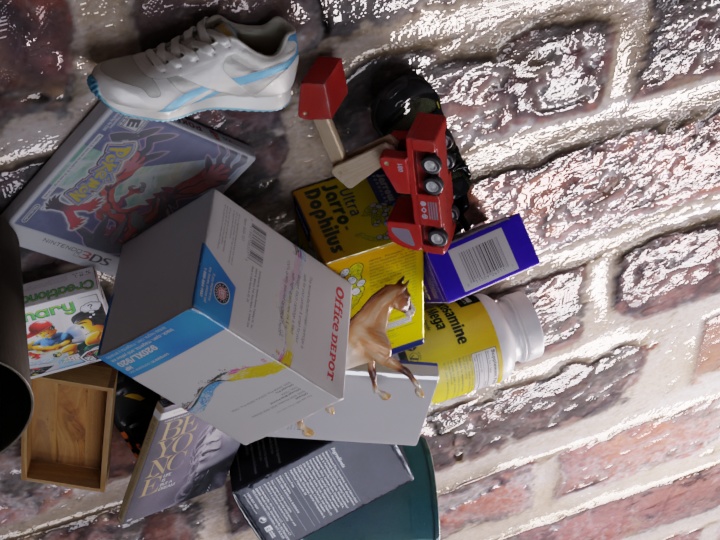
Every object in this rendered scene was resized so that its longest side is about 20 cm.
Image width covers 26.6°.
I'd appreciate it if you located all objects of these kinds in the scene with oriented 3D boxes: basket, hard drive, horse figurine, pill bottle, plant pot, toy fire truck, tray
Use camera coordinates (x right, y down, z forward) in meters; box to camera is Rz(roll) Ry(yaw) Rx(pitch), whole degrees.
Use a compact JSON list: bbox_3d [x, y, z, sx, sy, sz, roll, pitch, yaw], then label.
[{"bbox_3d":[-0.372,0.052,1.398,0.136,0.200,0.180,14,135,-26],"label":"basket"},{"bbox_3d":[-0.024,0.145,1.703,0.200,0.025,0.132,5,137,-9],"label":"hard drive"},{"bbox_3d":[-0.023,0.099,1.612,0.200,0.050,0.133,-18,120,5],"label":"horse figurine"},{"bbox_3d":[0.115,0.094,1.839,0.200,0.113,0.113,-17,143,-13],"label":"pill bottle"},{"bbox_3d":[-0.004,0.324,2.003,0.188,0.200,0.200,-2,140,-6],"label":"plant pot"},{"bbox_3d":[0.020,-0.108,1.492,0.141,0.049,0.200,8,133,18],"label":"toy fire truck"},{"bbox_3d":[-0.327,0.172,1.703,0.098,0.037,0.200,9,138,-5],"label":"tray"}]

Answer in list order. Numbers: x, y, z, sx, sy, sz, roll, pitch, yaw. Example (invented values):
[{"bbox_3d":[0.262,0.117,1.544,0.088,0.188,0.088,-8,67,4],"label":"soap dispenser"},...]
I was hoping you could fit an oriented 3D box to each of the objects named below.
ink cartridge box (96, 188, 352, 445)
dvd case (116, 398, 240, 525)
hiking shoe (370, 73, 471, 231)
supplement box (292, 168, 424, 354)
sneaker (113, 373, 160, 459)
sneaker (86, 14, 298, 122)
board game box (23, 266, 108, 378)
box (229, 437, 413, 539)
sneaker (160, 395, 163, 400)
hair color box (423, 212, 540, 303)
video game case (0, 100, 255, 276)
[{"bbox_3d":[-0.128,0.051,1.502,0.145,0.147,0.200,-28,131,35],"label":"ink cartridge box"},{"bbox_3d":[-0.190,0.199,1.723,0.149,0.016,0.200,-16,142,-40],"label":"dvd case"},{"bbox_3d":[0.076,-0.121,1.550,0.076,0.101,0.200,-39,147,-4],"label":"hiking shoe"},{"bbox_3d":[0.000,0.000,1.654,0.109,0.109,0.200,-18,143,-11],"label":"supplement box"},{"bbox_3d":[-0.238,0.191,1.763,0.070,0.090,0.200,-25,145,-1],"label":"sneaker"},{"bbox_3d":[-0.150,-0.187,1.369,0.200,0.077,0.081,-11,133,-30],"label":"sneaker"},{"bbox_3d":[-0.357,0.067,1.568,0.200,0.035,0.126,-15,145,-6],"label":"board game box"},{"bbox_3d":[-0.053,0.227,1.850,0.200,0.148,0.104,-27,113,4],"label":"box"},{"bbox_3d":[-0.164,0.096,1.685,0.099,0.071,0.200,11,131,-8],"label":"sneaker"},{"bbox_3d":[0.121,-0.012,1.667,0.109,0.065,0.200,-23,179,-4],"label":"hair color box"},{"bbox_3d":[-0.230,-0.077,1.491,0.182,0.023,0.200,20,124,-45],"label":"video game case"}]
